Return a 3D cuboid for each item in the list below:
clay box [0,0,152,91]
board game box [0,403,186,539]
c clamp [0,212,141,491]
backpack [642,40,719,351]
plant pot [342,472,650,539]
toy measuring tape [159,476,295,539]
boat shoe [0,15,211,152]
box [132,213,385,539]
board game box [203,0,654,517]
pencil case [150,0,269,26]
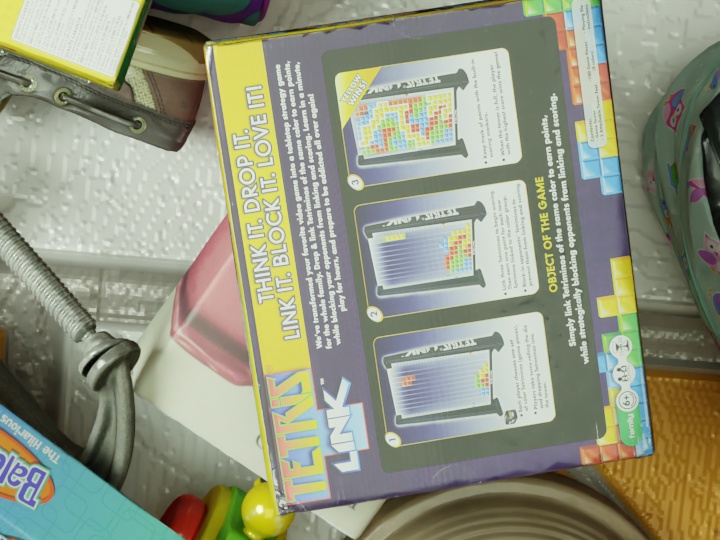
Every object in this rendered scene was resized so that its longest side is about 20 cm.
[{"bbox_3d":[-0.175,-0.163,0.781,0.199,0.048,0.115,21,91,-4],"label":"clay box"},{"bbox_3d":[-0.191,0.094,0.854,0.200,0.152,0.045,37,61,-9],"label":"board game box"},{"bbox_3d":[-0.160,0.009,0.842,0.200,0.027,0.171,50,136,13],"label":"c clamp"},{"bbox_3d":[0.214,-0.017,0.887,0.166,0.127,0.201,-29,99,-12],"label":"backpack"},{"bbox_3d":[0.071,0.202,0.923,0.200,0.093,0.202,-1,97,-5],"label":"plant pot"},{"bbox_3d":[-0.087,0.163,0.920,0.073,0.074,0.200,33,122,-9],"label":"toy measuring tape"},{"bbox_3d":[-0.169,-0.098,0.865,0.199,0.073,0.065,11,98,-2],"label":"boat shoe"},{"bbox_3d":[0.000,0.000,0.877,0.128,0.109,0.200,34,94,-10],"label":"box"},{"bbox_3d":[0.029,-0.010,0.795,0.164,0.057,0.201,-8,100,-2],"label":"board game box"},{"bbox_3d":[-0.132,-0.170,0.850,0.199,0.093,0.085,10,57,-8],"label":"pencil case"}]
